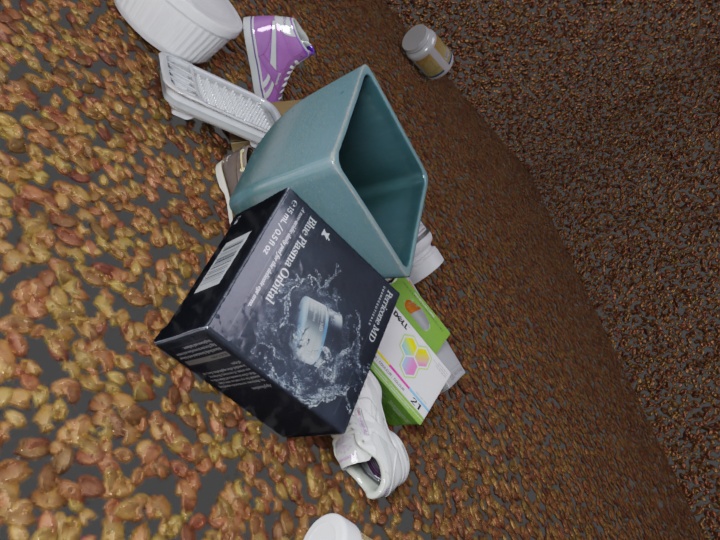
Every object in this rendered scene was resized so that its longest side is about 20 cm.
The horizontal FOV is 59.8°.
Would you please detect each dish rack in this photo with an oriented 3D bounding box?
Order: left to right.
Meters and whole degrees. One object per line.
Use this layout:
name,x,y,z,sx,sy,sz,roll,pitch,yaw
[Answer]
dish rack,-0.209,-0.246,0.938,0.199,0.044,0.172,18,25,-31

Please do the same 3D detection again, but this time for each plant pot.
plant pot,-0.049,-0.105,0.815,0.196,0.199,0.197,53,37,-37

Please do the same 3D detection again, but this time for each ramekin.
ramekin,-0.293,-0.417,0.986,0.202,0.094,0.203,40,24,-21

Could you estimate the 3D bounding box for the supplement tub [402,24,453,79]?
supplement tub,0.279,-0.905,2.596,0.200,0.144,0.145,31,34,-44

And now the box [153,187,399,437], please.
box,-0.083,0.052,0.712,0.200,0.117,0.197,43,52,-26

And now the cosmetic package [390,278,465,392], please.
cosmetic package,0.091,0.118,1.086,0.201,0.071,0.101,60,24,7

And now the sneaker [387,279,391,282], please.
sneaker,0.000,0.000,1.008,0.080,0.077,0.200,65,6,5

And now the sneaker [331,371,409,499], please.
sneaker,-0.005,0.197,0.807,0.201,0.075,0.100,60,23,8

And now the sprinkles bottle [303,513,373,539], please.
sprinkles bottle,0.023,0.342,0.690,0.200,0.068,0.068,44,27,-27

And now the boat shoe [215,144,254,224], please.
boat shoe,-0.152,-0.091,0.909,0.072,0.059,0.201,17,45,-56

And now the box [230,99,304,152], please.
box,-0.106,-0.250,1.050,0.164,0.199,0.021,-87,171,-54

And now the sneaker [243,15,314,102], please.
sneaker,-0.135,-0.353,1.108,0.201,0.114,0.073,88,-4,-56

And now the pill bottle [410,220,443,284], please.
pill bottle,0.069,-0.075,1.230,0.200,0.114,0.114,54,24,-5

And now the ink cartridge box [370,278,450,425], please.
ink cartridge box,0.072,0.110,0.953,0.148,0.076,0.200,50,56,-15
